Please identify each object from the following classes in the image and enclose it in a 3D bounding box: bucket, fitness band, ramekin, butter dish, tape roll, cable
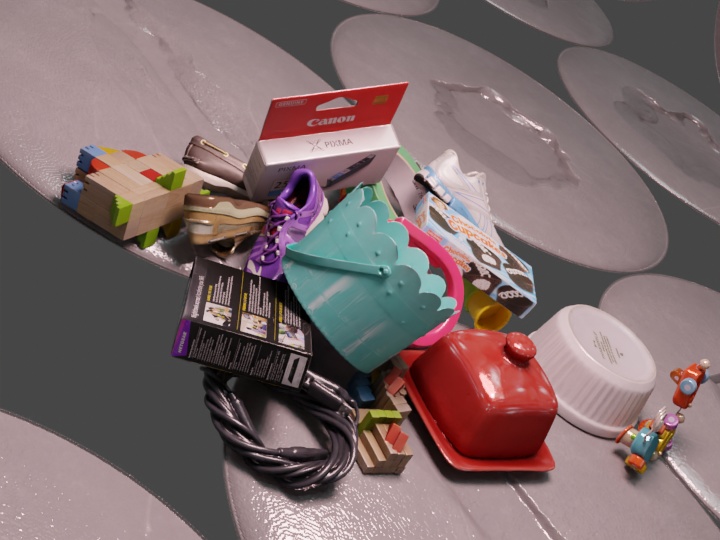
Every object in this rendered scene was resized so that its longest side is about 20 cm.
[{"bbox_3d":[0.008,0.012,1.430,0.208,0.134,0.207,51,8,-10],"label":"bucket"},{"bbox_3d":[0.055,0.016,1.593,0.199,0.037,0.145,36,70,-29],"label":"fitness band"},{"bbox_3d":[0.340,0.138,1.736,0.201,0.095,0.203,25,31,-16],"label":"ramekin"},{"bbox_3d":[0.170,0.141,1.510,0.198,0.148,0.201,8,38,-38],"label":"butter dish"},{"bbox_3d":[0.049,-0.103,1.761,0.200,0.048,0.202,43,34,-38],"label":"tape roll"},{"bbox_3d":[-0.096,0.164,1.325,0.198,0.051,0.164,28,37,-4],"label":"cable"}]

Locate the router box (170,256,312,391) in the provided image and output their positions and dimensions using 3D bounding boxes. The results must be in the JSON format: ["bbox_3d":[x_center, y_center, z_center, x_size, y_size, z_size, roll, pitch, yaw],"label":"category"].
[{"bbox_3d":[-0.132,0.057,1.366,0.148,0.052,0.200,17,18,-9],"label":"router box"}]

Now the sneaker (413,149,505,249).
[{"bbox_3d":[0.172,-0.099,1.803,0.200,0.087,0.075,49,-12,-25],"label":"sneaker"}]

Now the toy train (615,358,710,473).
[{"bbox_3d":[0.421,0.200,1.683,0.055,0.152,0.199,29,30,26],"label":"toy train"}]

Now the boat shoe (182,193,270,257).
[{"bbox_3d":[-0.175,-0.055,1.543,0.071,0.077,0.200,6,1,22],"label":"boat shoe"}]

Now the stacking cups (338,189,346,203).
[{"bbox_3d":[-0.004,-0.124,1.817,0.060,0.061,0.201,27,36,-11],"label":"stacking cups"}]

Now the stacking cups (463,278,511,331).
[{"bbox_3d":[0.160,0.003,1.787,0.060,0.061,0.201,11,37,-34],"label":"stacking cups"}]

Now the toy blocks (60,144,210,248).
[{"bbox_3d":[-0.296,-0.108,1.488,0.136,0.101,0.200,29,27,17],"label":"toy blocks"}]

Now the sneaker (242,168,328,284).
[{"bbox_3d":[-0.105,-0.046,1.517,0.080,0.084,0.202,11,59,15],"label":"sneaker"}]

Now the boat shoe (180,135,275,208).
[{"bbox_3d":[-0.151,-0.121,1.642,0.198,0.060,0.072,23,-10,-15],"label":"boat shoe"}]

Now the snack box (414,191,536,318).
[{"bbox_3d":[0.165,-0.023,1.722,0.199,0.037,0.116,35,24,-13],"label":"snack box"}]

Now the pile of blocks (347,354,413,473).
[{"bbox_3d":[0.023,0.155,1.431,0.081,0.062,0.201,23,31,-19],"label":"pile of blocks"}]

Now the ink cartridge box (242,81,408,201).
[{"bbox_3d":[-0.041,-0.166,1.563,0.198,0.177,0.045,-11,65,-24],"label":"ink cartridge box"}]

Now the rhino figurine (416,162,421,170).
[{"bbox_3d":[0.100,-0.129,1.923,0.087,0.060,0.201,6,37,-32],"label":"rhino figurine"}]

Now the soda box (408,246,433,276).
[{"bbox_3d":[0.000,0.000,1.627,0.198,0.068,0.064,9,37,-36],"label":"soda box"}]
